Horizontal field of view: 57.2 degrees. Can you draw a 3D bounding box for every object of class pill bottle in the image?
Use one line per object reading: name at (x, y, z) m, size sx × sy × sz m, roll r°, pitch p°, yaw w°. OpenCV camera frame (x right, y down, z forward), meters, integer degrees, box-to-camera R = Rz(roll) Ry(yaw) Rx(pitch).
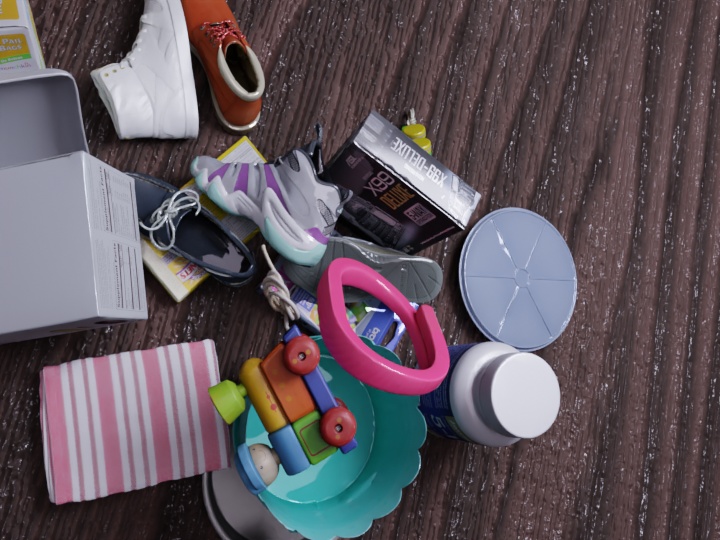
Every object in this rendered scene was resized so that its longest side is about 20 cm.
pill bottle at (0.147, 0.149, 0.802) m, size 0.117 × 0.200 × 0.123 m, roll 3°, pitch 80°, yaw -18°

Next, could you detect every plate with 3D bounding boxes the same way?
plate at (-0.381, -0.132, 0.665) m, size 0.195 × 0.200 × 0.033 m, roll -13°, pitch 69°, yaw -21°

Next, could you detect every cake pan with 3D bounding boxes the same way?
cake pan at (-0.091, 0.240, 0.790) m, size 0.195 × 0.037 × 0.206 m, roll 3°, pitch 80°, yaw -19°

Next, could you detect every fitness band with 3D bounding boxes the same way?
fitness band at (0.021, 0.057, 0.693) m, size 0.141 × 0.201 × 0.038 m, roll 23°, pitch 115°, yaw -19°

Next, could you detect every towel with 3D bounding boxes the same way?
towel at (-0.249, 0.165, 0.735) m, size 0.195 × 0.030 × 0.150 m, roll -8°, pitch 79°, yaw -12°

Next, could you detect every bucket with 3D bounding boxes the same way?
bucket at (-0.042, 0.174, 0.725) m, size 0.202 × 0.134 × 0.213 m, roll 4°, pitch 79°, yaw -19°

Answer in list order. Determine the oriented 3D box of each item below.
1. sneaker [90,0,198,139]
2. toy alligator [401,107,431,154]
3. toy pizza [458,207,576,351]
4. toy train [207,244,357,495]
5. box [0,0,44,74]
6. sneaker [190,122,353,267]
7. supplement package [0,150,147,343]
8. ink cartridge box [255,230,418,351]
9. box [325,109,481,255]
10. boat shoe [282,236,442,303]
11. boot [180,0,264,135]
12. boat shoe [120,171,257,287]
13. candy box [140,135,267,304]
sneaker at (-0.265, -0.257, 0.788) m, size 0.113 × 0.073 × 0.206 m, roll -8°, pitch 86°, yaw -23°
toy alligator at (0.059, -0.157, 0.858) m, size 0.053 × 0.202 × 0.060 m, roll -10°, pitch 127°, yaw 0°
toy pizza at (0.223, 0.013, 0.942) m, size 0.195 × 0.032 × 0.206 m, roll 3°, pitch 80°, yaw -20°
toy train at (-0.092, 0.095, 0.611) m, size 0.114 × 0.085 × 0.203 m, roll -28°, pitch 91°, yaw -8°
box at (-0.377, -0.218, 0.664) m, size 0.099 × 0.200 × 0.115 m, roll -13°, pitch 74°, yaw -20°
sneaker at (-0.093, -0.113, 0.754) m, size 0.198 × 0.078 × 0.142 m, roll 35°, pitch 97°, yaw 15°
supplement package at (-0.336, -0.013, 0.666) m, size 0.195 × 0.111 × 0.160 m, roll -9°, pitch 83°, yaw 5°
ink cartridge box at (-0.021, 0.033, 0.848) m, size 0.199 × 0.042 × 0.121 m, roll 38°, pitch 72°, yaw -12°
box at (0.031, -0.091, 0.799) m, size 0.156 × 0.199 × 0.050 m, roll 36°, pitch 70°, yaw -11°
boat shoe at (0.001, -0.002, 0.814) m, size 0.196 × 0.065 × 0.077 m, roll 5°, pitch 97°, yaw -12°
boot at (-0.168, -0.281, 0.810) m, size 0.074 × 0.107 × 0.204 m, roll -22°, pitch 88°, yaw -19°
boat shoe at (-0.204, -0.050, 0.755) m, size 0.199 × 0.062 × 0.075 m, roll 40°, pitch 75°, yaw -6°
candy box at (-0.182, -0.065, 0.811) m, size 0.200 × 0.026 × 0.103 m, roll -44°, pitch 98°, yaw -20°
